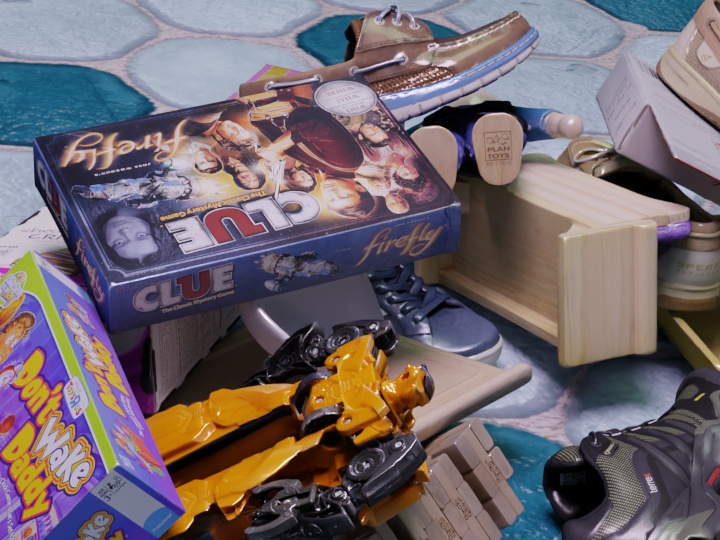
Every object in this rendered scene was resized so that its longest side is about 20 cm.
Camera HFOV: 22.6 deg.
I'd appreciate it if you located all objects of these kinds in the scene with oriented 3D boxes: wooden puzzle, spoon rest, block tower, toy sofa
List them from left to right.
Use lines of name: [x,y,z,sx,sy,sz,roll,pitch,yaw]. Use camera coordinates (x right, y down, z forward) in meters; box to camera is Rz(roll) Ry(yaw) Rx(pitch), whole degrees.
spoon rest: [-0.037,-0.012,1.025,0.099,0.061,0.200,23,27,-29]
wooden puzzle: [-0.033,0.075,1.002,0.199,0.037,0.185,11,24,40]
block tower: [0.013,0.143,0.862,0.054,0.058,0.200,55,36,-4]
toy sofa: [0.118,-0.012,1.135,0.097,0.083,0.200,-9,19,-25]

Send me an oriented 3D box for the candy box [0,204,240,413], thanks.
candy box: [-0.148,0.012,1.050,0.136,0.061,0.200,5,19,13]

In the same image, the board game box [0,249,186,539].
board game box: [-0.168,0.093,0.857,0.045,0.134,0.200,41,7,-34]

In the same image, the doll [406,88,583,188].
doll: [0.075,-0.086,1.155,0.136,0.049,0.200,-10,10,5]

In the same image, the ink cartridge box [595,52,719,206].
ink cartridge box: [0.254,-0.050,1.150,0.199,0.044,0.174,25,25,-14]

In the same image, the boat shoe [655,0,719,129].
boat shoe: [0.269,-0.098,1.126,0.071,0.065,0.200,1,37,-50]

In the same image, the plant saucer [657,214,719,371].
plant saucer: [0.273,0.028,1.176,0.199,0.049,0.200,-3,29,-18]

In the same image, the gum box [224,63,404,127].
gum box: [-0.045,-0.080,1.267,0.113,0.066,0.200,13,23,9]

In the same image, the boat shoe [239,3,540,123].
boat shoe: [0.017,-0.128,1.138,0.199,0.073,0.072,-25,6,-11]

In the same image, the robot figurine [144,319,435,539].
robot figurine: [-0.052,0.098,0.848,0.199,0.058,0.145,-25,32,8]

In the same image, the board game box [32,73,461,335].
board game box: [-0.063,-0.041,0.982,0.199,0.035,0.136,-14,43,-21]

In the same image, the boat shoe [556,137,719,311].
boat shoe: [0.182,-0.046,1.174,0.073,0.063,0.201,0,28,-13]

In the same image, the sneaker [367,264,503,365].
sneaker: [0.000,0.000,1.122,0.199,0.085,0.075,21,30,24]

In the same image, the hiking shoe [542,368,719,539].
hiking shoe: [0.153,0.104,0.971,0.100,0.076,0.200,17,30,11]
